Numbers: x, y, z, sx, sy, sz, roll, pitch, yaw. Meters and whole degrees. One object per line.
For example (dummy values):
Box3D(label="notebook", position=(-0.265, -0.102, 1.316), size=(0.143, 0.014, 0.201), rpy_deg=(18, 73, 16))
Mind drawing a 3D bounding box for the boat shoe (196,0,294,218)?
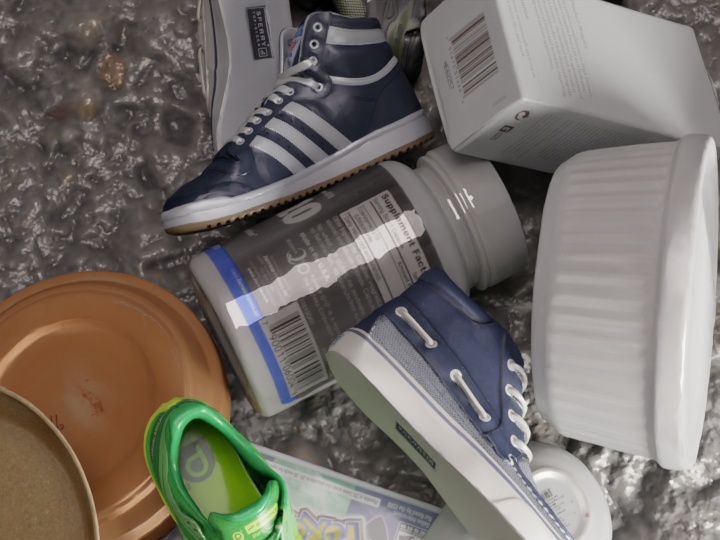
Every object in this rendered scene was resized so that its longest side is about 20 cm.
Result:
Box3D(label="boat shoe", position=(-0.080, -0.135, 1.219), size=(0.071, 0.066, 0.202), rpy_deg=(-10, 89, -18))

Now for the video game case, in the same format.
Box3D(label="video game case", position=(-0.069, 0.201, 1.094), size=(0.198, 0.023, 0.184), rpy_deg=(18, 68, 9))

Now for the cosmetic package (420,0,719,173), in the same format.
Box3D(label="cosmetic package", position=(0.141, -0.118, 1.145), size=(0.199, 0.074, 0.103), rpy_deg=(11, 58, -39))

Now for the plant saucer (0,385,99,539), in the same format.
Box3D(label="plant saucer", position=(-0.238, 0.166, 1.076), size=(0.198, 0.035, 0.203), rpy_deg=(-1, 87, 21))

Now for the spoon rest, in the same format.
Box3D(label="spoon rest", position=(0.069, 0.170, 1.075), size=(0.199, 0.061, 0.100), rpy_deg=(-20, 76, -30))

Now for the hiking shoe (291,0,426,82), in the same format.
Box3D(label="hiking shoe", position=(-0.008, -0.227, 1.253), size=(0.100, 0.076, 0.202), rpy_deg=(-4, 67, -3))

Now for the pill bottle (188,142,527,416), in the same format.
Box3D(label="pill bottle", position=(0.000, 0.000, 1.131), size=(0.199, 0.114, 0.114), rpy_deg=(-27, 68, -10))

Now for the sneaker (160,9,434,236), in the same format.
Box3D(label="sneaker", position=(-0.055, -0.100, 1.152), size=(0.199, 0.070, 0.109), rpy_deg=(-24, 97, -24))

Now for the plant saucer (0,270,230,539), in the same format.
Box3D(label="plant saucer", position=(-0.182, 0.091, 1.128), size=(0.198, 0.032, 0.202), rpy_deg=(-5, 63, 9))

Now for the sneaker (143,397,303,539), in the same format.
Box3D(label="sneaker", position=(-0.067, 0.164, 1.043), size=(0.074, 0.084, 0.201), rpy_deg=(-33, 84, -14))

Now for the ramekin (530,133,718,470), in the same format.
Box3D(label="ramekin", position=(0.163, 0.016, 1.080), size=(0.093, 0.203, 0.204), rpy_deg=(4, 66, 16))

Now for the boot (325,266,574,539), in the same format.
Box3D(label="boot", position=(0.077, 0.090, 1.035), size=(0.090, 0.073, 0.200), rpy_deg=(-38, 79, -20))
